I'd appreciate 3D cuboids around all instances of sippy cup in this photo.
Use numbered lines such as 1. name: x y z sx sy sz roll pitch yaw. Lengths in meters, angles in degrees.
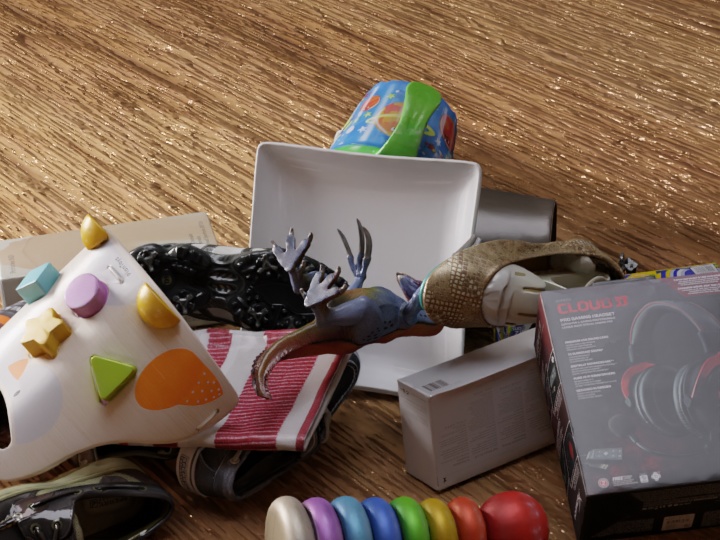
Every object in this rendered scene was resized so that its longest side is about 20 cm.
1. sippy cup: 0.031 -0.106 1.915 0.177 0.140 0.131 -15 40 39

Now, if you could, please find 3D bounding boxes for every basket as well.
1. basket: 0.071 -0.014 1.779 0.199 0.136 0.181 4 42 7

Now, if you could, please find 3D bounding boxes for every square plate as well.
1. square plate: 0.000 0.000 1.685 0.197 0.201 0.028 7 4 17

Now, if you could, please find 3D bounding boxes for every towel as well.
1. towel: -0.118 0.090 1.559 0.199 0.023 0.144 1 33 18

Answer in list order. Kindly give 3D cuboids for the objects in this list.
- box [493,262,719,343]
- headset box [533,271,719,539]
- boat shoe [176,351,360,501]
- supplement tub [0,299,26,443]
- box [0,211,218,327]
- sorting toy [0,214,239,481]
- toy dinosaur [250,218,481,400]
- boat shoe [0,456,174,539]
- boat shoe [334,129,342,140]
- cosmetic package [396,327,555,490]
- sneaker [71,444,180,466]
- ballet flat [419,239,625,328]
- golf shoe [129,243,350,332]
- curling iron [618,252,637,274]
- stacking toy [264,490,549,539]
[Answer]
1. box: 0.214 0.047 1.688 0.199 0.070 0.064 -7 26 -6
2. headset box: 0.215 0.090 1.484 0.148 0.075 0.201 -6 54 -4
3. boat shoe: -0.055 0.118 1.575 0.068 0.072 0.200 14 33 38
4. supplement tub: -0.263 0.075 1.651 0.107 0.107 0.200 14 26 35
5. box: -0.229 0.010 1.834 0.199 0.078 0.095 -9 25 -11
6. sorting toy: -0.225 0.070 1.512 0.180 0.107 0.200 -38 48 -9
7. toy dinosaur: -0.001 0.031 1.572 0.105 0.181 0.200 32 85 40
8. boat shoe: -0.221 0.189 1.445 0.065 0.074 0.200 12 29 43
9. boat shoe: 0.013 -0.113 2.073 0.086 0.075 0.202 -10 23 -14
10. cosmetic package: 0.125 0.098 1.578 0.199 0.083 0.051 -18 23 -29
11. sneaker: -0.140 0.120 1.615 0.199 0.071 0.076 -16 43 -12
12. ballet flat: 0.135 0.011 1.564 0.199 0.071 0.065 -13 26 -41
13. golf shoe: -0.098 0.011 1.665 0.199 0.078 0.094 13 3 -5
14. curling iron: 0.189 0.000 1.736 0.026 0.050 0.200 43 15 27
15. stacking toy: 0.037 0.193 1.405 0.199 0.086 0.085 -4 23 -16
